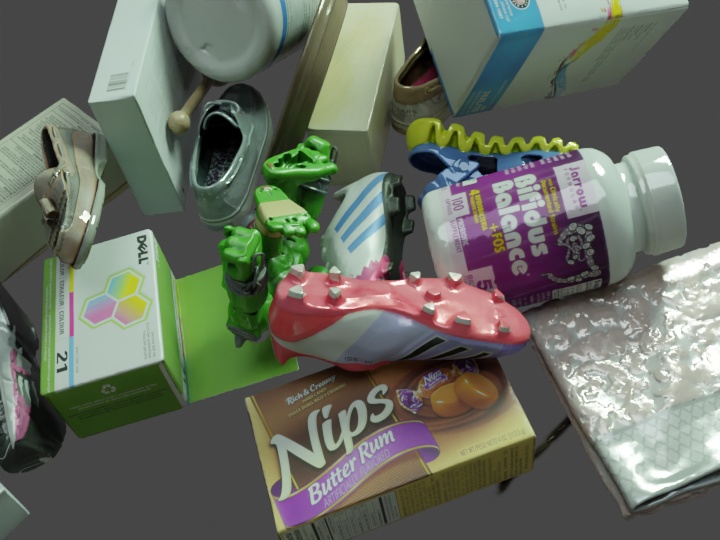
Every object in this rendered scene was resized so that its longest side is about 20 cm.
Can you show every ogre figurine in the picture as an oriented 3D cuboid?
[{"bbox_3d":[-0.070,-0.024,0.695,0.096,0.122,0.202,7,37,-10],"label":"ogre figurine"}]

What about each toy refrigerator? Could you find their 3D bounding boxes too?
[{"bbox_3d":[-0.003,-0.189,0.872,0.068,0.077,0.203,3,53,13],"label":"toy refrigerator"}]

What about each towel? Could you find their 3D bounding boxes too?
[{"bbox_3d":[0.250,0.075,0.646,0.196,0.033,0.193,-17,51,-5],"label":"towel"}]

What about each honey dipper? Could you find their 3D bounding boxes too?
[{"bbox_3d":[-0.168,-0.196,0.892,0.037,0.039,0.201,-3,32,8],"label":"honey dipper"}]

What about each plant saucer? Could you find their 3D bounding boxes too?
[{"bbox_3d":[-0.053,-0.186,0.817,0.029,0.201,0.203,18,53,-9],"label":"plant saucer"}]

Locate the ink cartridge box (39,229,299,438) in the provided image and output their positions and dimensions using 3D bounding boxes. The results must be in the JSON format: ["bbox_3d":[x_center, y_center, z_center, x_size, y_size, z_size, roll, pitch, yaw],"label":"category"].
[{"bbox_3d":[-0.167,0.038,0.722,0.196,0.076,0.150,-17,51,-1],"label":"ink cartridge box"}]

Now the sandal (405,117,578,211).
[{"bbox_3d":[0.131,-0.079,0.769,0.196,0.080,0.089,10,73,18],"label":"sandal"}]

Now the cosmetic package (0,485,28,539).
[{"bbox_3d":[-0.382,0.184,0.653,0.198,0.052,0.151,30,64,29],"label":"cosmetic package"}]

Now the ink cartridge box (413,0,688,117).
[{"bbox_3d":[0.176,-0.262,0.803,0.196,0.146,0.150,-13,75,-15],"label":"ink cartridge box"}]

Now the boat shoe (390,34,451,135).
[{"bbox_3d":[0.097,-0.230,0.890,0.073,0.070,0.201,21,58,24],"label":"boat shoe"}]

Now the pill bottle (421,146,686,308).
[{"bbox_3d":[0.156,-0.035,0.682,0.196,0.113,0.114,-15,50,9],"label":"pill bottle"}]

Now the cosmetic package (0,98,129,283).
[{"bbox_3d":[-0.345,-0.078,0.849,0.103,0.074,0.200,34,65,31],"label":"cosmetic package"}]

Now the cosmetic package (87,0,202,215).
[{"bbox_3d":[-0.213,-0.184,0.858,0.050,0.152,0.203,-7,50,7],"label":"cosmetic package"}]

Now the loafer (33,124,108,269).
[{"bbox_3d":[-0.263,-0.070,0.733,0.062,0.073,0.201,20,26,-24],"label":"loafer"}]

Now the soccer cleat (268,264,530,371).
[{"bbox_3d":[0.028,0.045,0.627,0.195,0.078,0.067,7,35,-5],"label":"soccer cleat"}]

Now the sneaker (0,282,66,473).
[{"bbox_3d":[-0.316,0.103,0.709,0.085,0.081,0.200,-32,42,-7],"label":"sneaker"}]

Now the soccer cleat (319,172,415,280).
[{"bbox_3d":[0.000,0.000,0.738,0.085,0.070,0.203,-12,48,25],"label":"soccer cleat"}]

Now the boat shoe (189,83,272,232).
[{"bbox_3d":[-0.135,-0.136,0.857,0.068,0.072,0.204,-3,51,7],"label":"boat shoe"}]

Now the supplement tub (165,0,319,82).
[{"bbox_3d":[-0.108,-0.292,0.897,0.129,0.135,0.200,11,30,18],"label":"supplement tub"}]

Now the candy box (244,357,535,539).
[{"bbox_3d":[0.020,0.124,0.633,0.196,0.057,0.118,-18,50,-6],"label":"candy box"}]
